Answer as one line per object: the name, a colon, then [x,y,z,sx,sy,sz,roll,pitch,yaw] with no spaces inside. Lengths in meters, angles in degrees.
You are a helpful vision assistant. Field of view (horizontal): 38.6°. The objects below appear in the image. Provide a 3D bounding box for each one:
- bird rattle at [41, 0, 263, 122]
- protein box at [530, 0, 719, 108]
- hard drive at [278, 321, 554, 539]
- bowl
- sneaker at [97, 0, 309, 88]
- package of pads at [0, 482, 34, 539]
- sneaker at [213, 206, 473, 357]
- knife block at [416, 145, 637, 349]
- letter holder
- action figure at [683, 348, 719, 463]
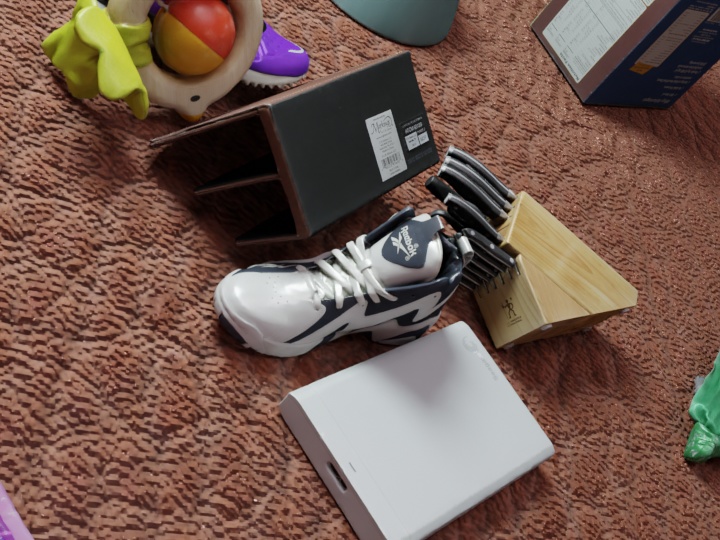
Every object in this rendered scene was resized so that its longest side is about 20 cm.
bird rattle: [-0.146,-0.206,0.799,0.113,0.200,0.163,26,-8,42]
protein box: [0.363,-0.319,1.275,0.198,0.200,0.135,-6,59,-41]
hard drive: [0.048,0.120,0.768,0.200,0.026,0.132,-18,67,-45]
bowl: [0.044,-0.355,1.127,0.201,0.105,0.201,23,43,-23]
sneaker: [-0.122,-0.225,0.868,0.200,0.100,0.070,15,22,-27]
package of pads: [-0.214,0.122,0.482,0.076,0.121,0.200,-24,72,-42]
sneaker: [0.000,0.000,0.755,0.199,0.130,0.080,8,50,-34]
knife block: [0.141,-0.026,0.916,0.200,0.064,0.176,-7,72,-42]
letter holder: [-0.053,-0.096,0.838,0.200,0.142,0.101,-34,111,-51]
action figure: [0.361,0.125,0.993,0.118,0.055,0.200,50,47,7]
